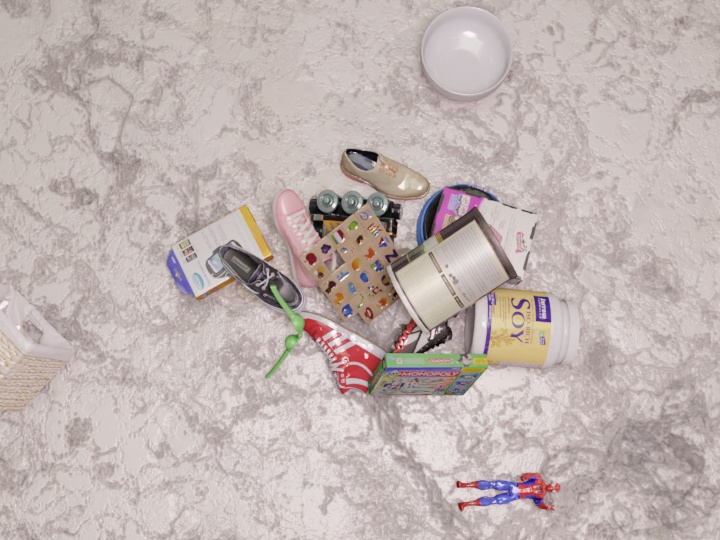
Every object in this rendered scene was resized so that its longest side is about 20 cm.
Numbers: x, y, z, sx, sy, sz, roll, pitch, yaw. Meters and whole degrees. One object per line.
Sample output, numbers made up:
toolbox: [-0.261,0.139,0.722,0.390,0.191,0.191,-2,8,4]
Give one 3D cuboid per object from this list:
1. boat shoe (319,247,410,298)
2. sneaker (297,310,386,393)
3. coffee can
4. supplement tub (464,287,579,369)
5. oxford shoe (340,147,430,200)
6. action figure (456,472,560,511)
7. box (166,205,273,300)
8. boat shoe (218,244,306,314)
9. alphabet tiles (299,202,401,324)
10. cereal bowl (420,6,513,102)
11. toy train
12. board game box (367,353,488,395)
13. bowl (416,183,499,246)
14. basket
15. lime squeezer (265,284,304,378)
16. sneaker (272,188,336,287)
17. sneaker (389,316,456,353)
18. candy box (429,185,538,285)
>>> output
boat shoe: [0.017,0.018,1.468,0.196,0.072,0.061,-23,107,-7]
sneaker: [-0.055,0.165,1.433,0.196,0.071,0.114,27,75,2]
coffee can: [0.165,0.001,1.343,0.198,0.146,0.148,-33,79,8]
supplement tub: [0.306,0.111,1.412,0.194,0.146,0.150,4,77,0]
oxford shoe: [0.050,-0.198,1.511,0.195,0.074,0.073,16,78,3]
action figure: [0.284,0.415,1.374,0.194,0.099,0.067,-4,79,-4]
box: [-0.288,-0.031,1.489,0.197,0.042,0.121,-29,80,-4]
boat shoe: [-0.191,0.014,1.423,0.198,0.068,0.072,37,82,8]
alphabet tiles: [0.000,0.000,1.414,0.166,0.008,0.202,-38,116,-6]
cereal bowl: [0.221,-0.447,1.563,0.194,0.083,0.206,0,78,0]
toy train: [-0.013,-0.097,1.479,0.194,0.085,0.117,4,86,11]
board game box: [0.123,0.195,1.375,0.195,0.135,0.030,2,59,-14]
bowl: [0.213,-0.081,1.507,0.195,0.039,0.206,0,78,-1]
basket: [-0.678,0.139,1.368,0.197,0.200,0.162,41,86,8]
lime squeezer: [-0.143,0.124,1.413,0.069,0.038,0.205,-6,118,-25]
sneaker: [-0.101,-0.061,1.426,0.075,0.103,0.205,-27,111,-37]
sneaker: [0.125,0.129,1.443,0.097,0.071,0.202,33,78,8]
candy box: [0.238,-0.068,1.453,0.195,0.061,0.140,17,79,3]
